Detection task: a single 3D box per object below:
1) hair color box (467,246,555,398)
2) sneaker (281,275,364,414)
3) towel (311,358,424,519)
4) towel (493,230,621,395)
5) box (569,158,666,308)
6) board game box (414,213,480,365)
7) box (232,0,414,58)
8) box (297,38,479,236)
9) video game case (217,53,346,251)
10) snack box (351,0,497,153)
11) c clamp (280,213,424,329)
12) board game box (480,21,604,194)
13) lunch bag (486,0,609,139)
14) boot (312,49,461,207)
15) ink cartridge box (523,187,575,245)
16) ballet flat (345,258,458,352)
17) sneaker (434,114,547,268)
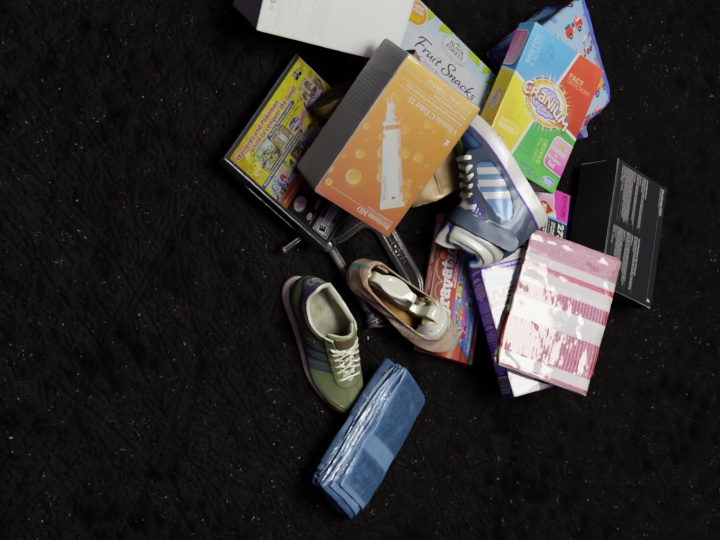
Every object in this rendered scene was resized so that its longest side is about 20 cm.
[{"bbox_3d":[0.233,0.071,1.409,0.108,0.065,0.202,-13,85,-11],"label":"hair color box"},{"bbox_3d":[-0.036,0.099,1.295,0.067,0.090,0.202,-28,99,-30],"label":"sneaker"},{"bbox_3d":[0.017,0.226,1.318,0.201,0.048,0.112,-57,139,-22],"label":"towel"},{"bbox_3d":[0.274,0.057,1.376,0.143,0.023,0.202,19,78,-7],"label":"towel"},{"bbox_3d":[0.402,-0.054,1.556,0.140,0.079,0.202,21,75,-36],"label":"box"},{"bbox_3d":[0.136,0.028,1.434,0.102,0.019,0.202,18,76,-34],"label":"board game box"},{"bbox_3d":[-0.049,-0.353,1.293,0.198,0.125,0.098,8,113,-26],"label":"box"},{"bbox_3d":[0.033,-0.168,1.254,0.124,0.098,0.201,30,102,-27],"label":"box"},{"bbox_3d":[-0.072,-0.159,1.324,0.181,0.025,0.201,41,59,-20],"label":"video game case"},{"bbox_3d":[0.102,-0.275,1.433,0.200,0.053,0.143,39,68,-21],"label":"snack box"},{"bbox_3d":[0.000,0.000,1.366,0.171,0.027,0.201,-45,106,-31],"label":"c clamp"},{"bbox_3d":[0.256,-0.235,1.442,0.152,0.040,0.202,24,87,-30],"label":"board game box"},{"bbox_3d":[0.312,-0.296,1.540,0.150,0.094,0.201,-40,111,-27],"label":"lunch bag"},{"bbox_3d":[0.047,-0.176,1.351,0.174,0.066,0.201,-29,113,-13],"label":"boot"},{"bbox_3d":[0.267,-0.083,1.509,0.199,0.037,0.096,19,74,-35],"label":"ink cartridge box"},{"bbox_3d":[0.067,0.051,1.337,0.199,0.067,0.069,32,69,-21],"label":"ballet flat"},{"bbox_3d":[0.148,-0.101,1.348,0.146,0.081,0.201,-35,98,0],"label":"sneaker"}]
